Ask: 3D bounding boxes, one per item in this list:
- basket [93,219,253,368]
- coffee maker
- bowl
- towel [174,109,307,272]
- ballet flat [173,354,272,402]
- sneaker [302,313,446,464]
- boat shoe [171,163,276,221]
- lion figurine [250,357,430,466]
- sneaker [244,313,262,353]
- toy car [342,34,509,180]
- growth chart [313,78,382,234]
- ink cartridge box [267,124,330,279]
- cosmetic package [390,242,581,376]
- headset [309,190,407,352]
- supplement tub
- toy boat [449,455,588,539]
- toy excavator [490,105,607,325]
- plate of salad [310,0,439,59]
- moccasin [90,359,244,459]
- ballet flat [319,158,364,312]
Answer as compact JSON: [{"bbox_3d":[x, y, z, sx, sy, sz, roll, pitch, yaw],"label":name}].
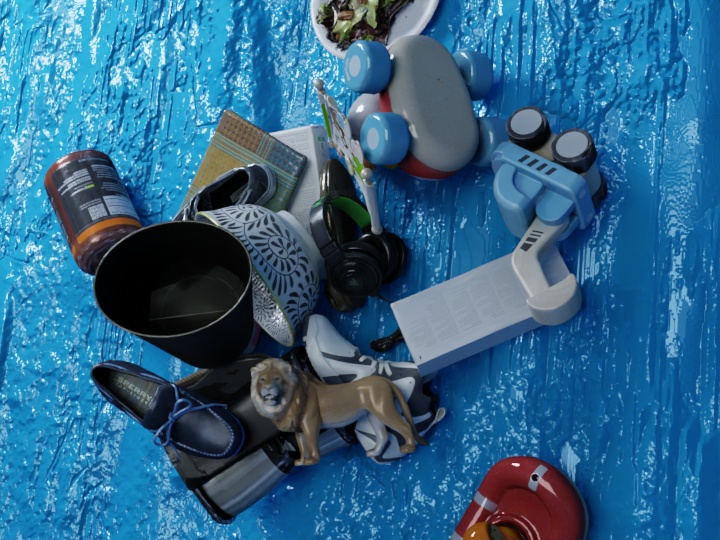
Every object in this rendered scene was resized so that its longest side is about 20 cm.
[{"bbox_3d":[-0.197,0.039,1.397,0.180,0.200,0.136,-9,71,3],"label":"basket"},{"bbox_3d":[-0.131,0.178,1.422,0.200,0.192,0.135,-35,23,6],"label":"coffee maker"},{"bbox_3d":[-0.109,-0.013,1.460,0.094,0.201,0.201,-37,58,-17],"label":"bowl"},{"bbox_3d":[-0.163,-0.093,1.558,0.147,0.022,0.200,33,107,21],"label":"towel"},{"bbox_3d":[-0.189,0.147,1.534,0.200,0.067,0.046,-25,25,25],"label":"ballet flat"},{"bbox_3d":[0.027,0.116,1.399,0.130,0.079,0.199,-33,76,11],"label":"sneaker"},{"bbox_3d":[-0.198,-0.071,1.526,0.200,0.068,0.072,-33,78,25],"label":"boat shoe"},{"bbox_3d":[-0.023,0.154,1.334,0.200,0.072,0.123,-4,82,-15],"label":"lion figurine"},{"bbox_3d":[-0.220,0.037,1.559,0.200,0.086,0.080,29,100,32],"label":"sneaker"},{"bbox_3d":[0.046,-0.170,1.445,0.200,0.184,0.177,-36,63,53],"label":"toy car"},{"bbox_3d":[-0.014,-0.140,1.411,0.018,0.145,0.200,-21,50,-5],"label":"growth chart"},{"bbox_3d":[-0.110,-0.082,1.567,0.161,0.050,0.200,-7,93,28],"label":"ink cartridge box"},{"bbox_3d":[0.143,0.042,1.340,0.200,0.051,0.083,-22,64,0],"label":"cosmetic package"},{"bbox_3d":[0.000,0.000,1.437,0.094,0.123,0.200,-34,88,30],"label":"headset"},{"bbox_3d":[-0.368,-0.066,1.662,0.107,0.107,0.200,-37,63,17],"label":"supplement tub"},{"bbox_3d":[0.152,0.294,1.264,0.130,0.131,0.200,31,94,31],"label":"toy boat"},{"bbox_3d":[0.200,-0.055,1.305,0.194,0.100,0.200,32,76,34],"label":"toy excavator"},{"bbox_3d":[0.015,-0.372,1.553,0.200,0.048,0.200,-7,75,28],"label":"plate of salad"},{"bbox_3d":[-0.232,0.166,1.363,0.200,0.068,0.081,20,86,18],"label":"moccasin"},{"bbox_3d":[-0.032,-0.044,1.494,0.046,0.067,0.200,-16,76,35],"label":"ballet flat"}]
